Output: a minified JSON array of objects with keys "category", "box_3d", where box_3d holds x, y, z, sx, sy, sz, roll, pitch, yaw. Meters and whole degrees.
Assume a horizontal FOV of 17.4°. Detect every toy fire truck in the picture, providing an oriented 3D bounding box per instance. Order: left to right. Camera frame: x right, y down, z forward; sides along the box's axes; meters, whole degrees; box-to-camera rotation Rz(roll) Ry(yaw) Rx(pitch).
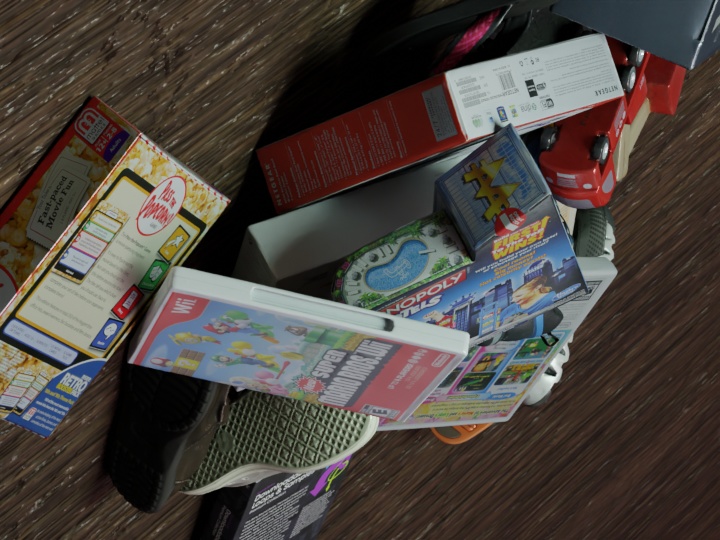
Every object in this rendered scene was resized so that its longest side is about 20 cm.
[{"category":"toy fire truck","box_3d":[0.192,-0.117,1.785,0.141,0.048,0.201,69,38,-55]}]

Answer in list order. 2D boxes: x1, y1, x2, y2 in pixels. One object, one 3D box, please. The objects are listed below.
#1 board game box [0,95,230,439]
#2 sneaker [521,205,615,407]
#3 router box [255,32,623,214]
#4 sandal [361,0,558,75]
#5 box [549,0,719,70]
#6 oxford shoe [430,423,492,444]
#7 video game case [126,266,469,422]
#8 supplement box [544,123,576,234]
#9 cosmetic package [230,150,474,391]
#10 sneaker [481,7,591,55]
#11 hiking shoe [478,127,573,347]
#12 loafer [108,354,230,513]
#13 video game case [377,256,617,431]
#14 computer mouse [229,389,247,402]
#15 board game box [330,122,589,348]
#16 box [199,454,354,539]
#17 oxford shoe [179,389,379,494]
[{"category":"board game box","box_3d":[-0.183,0.003,1.485,0.200,0.046,0.151,-52,156,0]},{"category":"sneaker","box_3d":[0.162,0.014,2.088,0.090,0.066,0.201,33,72,-26]},{"category":"router box","box_3d":[0.057,-0.104,1.640,0.179,0.049,0.199,-19,180,40]},{"category":"sandal","box_3d":[0.085,-0.164,1.610,0.199,0.045,0.075,-19,179,30]},{"category":"box","box_3d":[0.242,-0.269,1.697,0.200,0.117,0.198,-34,145,-67]},{"category":"oxford shoe","box_3d":[0.138,0.087,2.154,0.200,0.071,0.073,-46,161,-13]},{"category":"video game case","box_3d":[-0.043,0.051,1.547,0.143,0.199,0.018,127,-27,-62]},{"category":"supplement box","box_3d":[0.108,-0.030,1.921,0.126,0.073,0.201,-34,151,-26]},{"category":"cosmetic package","box_3d":[0.000,0.000,1.682,0.199,0.052,0.151,-19,156,-26]},{"category":"sneaker","box_3d":[0.136,-0.166,1.810,0.104,0.060,0.200,-47,150,-14]},{"category":"hiking shoe","box_3d":[0.120,-0.043,1.785,0.086,0.074,0.202,0,104,-31]},{"category":"loafer","box_3d":[-0.129,0.088,1.688,0.071,0.073,0.201,-35,160,-43]},{"category":"video game case","box_3d":[0.095,0.060,1.917,0.199,0.024,0.182,-1,135,-44]},{"category":"computer mouse","box_3d":[-0.060,0.039,1.786,0.201,0.034,0.059,-56,176,21]},{"category":"board game box","box_3d":[0.064,-0.010,1.593,0.199,0.062,0.200,-24,156,-11]},{"category":"box","box_3d":[-0.074,0.200,1.957,0.143,0.036,0.201,-28,153,-43]},{"category":"oxford shoe","box_3d":[-0.063,0.120,1.746,0.199,0.076,0.058,-21,169,36]}]
